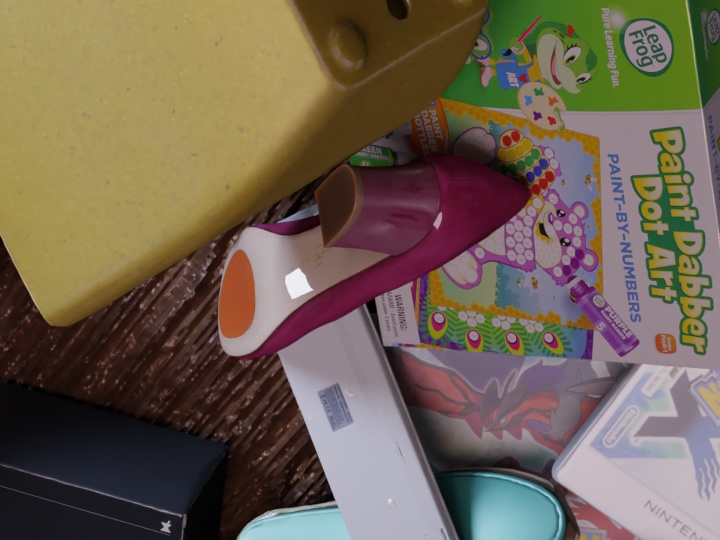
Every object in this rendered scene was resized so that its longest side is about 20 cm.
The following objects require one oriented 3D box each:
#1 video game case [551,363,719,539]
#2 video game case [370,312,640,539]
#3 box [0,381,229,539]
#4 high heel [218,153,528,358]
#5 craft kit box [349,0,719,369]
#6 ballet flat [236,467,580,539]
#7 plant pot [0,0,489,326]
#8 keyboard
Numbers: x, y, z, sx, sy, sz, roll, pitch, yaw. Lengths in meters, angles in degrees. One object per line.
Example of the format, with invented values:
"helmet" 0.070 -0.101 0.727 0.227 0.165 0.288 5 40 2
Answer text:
"video game case" 0.224 0.077 1.342 0.182 0.022 0.200 34 110 -3
"video game case" 0.095 0.099 1.422 0.199 0.023 0.183 -6 115 22
"box" -0.183 0.145 1.509 0.199 0.079 0.142 15 124 11
"high heel" 0.000 0.000 1.330 0.096 0.068 0.200 3 162 -26
"craft kit box" 0.087 -0.054 1.299 0.197 0.049 0.201 1 115 29
"ballet flat" 0.029 0.144 1.427 0.199 0.068 0.062 -6 156 24
"plant pot" -0.062 -0.121 1.205 0.200 0.194 0.196 -23 97 46
"keyboard" -0.006 0.067 1.395 0.056 0.011 0.201 -26 82 28
